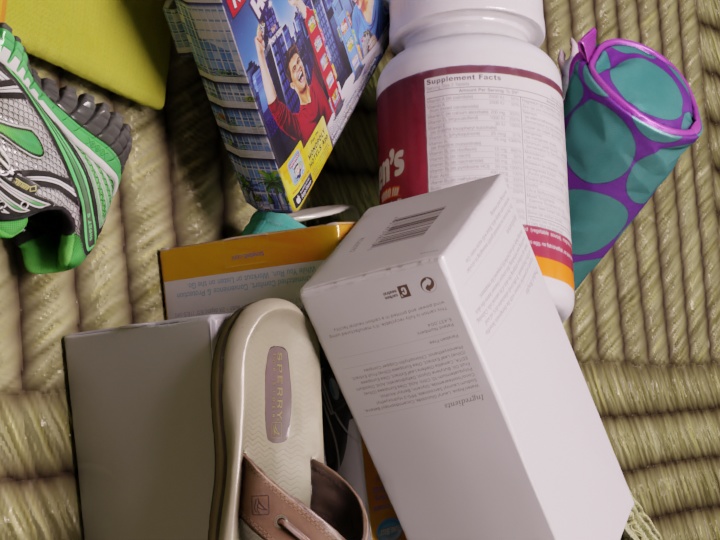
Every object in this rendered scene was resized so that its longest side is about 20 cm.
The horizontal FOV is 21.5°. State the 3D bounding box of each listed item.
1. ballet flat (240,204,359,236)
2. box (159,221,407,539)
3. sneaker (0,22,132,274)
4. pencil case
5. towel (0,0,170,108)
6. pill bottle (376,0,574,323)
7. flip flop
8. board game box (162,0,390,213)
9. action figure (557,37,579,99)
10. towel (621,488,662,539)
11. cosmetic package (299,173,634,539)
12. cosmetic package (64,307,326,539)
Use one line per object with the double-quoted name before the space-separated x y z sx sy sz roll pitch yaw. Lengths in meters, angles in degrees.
"ballet flat" 0.000 0.000 1.112 0.200 0.067 0.071 14 91 -53
"box" -0.040 0.080 0.998 0.041 0.119 0.201 -7 90 -57
"sneaker" -0.177 -0.060 0.857 0.200 0.078 0.086 34 58 -49
"pencil case" 0.126 -0.051 1.170 0.092 0.200 0.085 39 40 4
"towel" -0.162 -0.148 0.941 0.200 0.018 0.087 21 71 -54
"pill bottle" 0.064 -0.067 1.085 0.109 0.109 0.201 21 62 -53
"flip flop" -0.027 0.112 0.880 0.081 0.057 0.201 10 75 -53
"board game box" -0.053 -0.170 1.037 0.200 0.061 0.201 -63 145 -45
"action figure" 0.077 -0.097 1.249 0.200 0.134 0.150 -8 118 -57
"towel" 0.120 0.107 1.206 0.149 0.036 0.200 55 -2 -34
"cosmetic package" 0.059 0.068 0.947 0.201 0.084 0.108 68 28 -16
"cosmetic package" -0.077 0.122 0.947 0.090 0.106 0.201 1 85 -53
